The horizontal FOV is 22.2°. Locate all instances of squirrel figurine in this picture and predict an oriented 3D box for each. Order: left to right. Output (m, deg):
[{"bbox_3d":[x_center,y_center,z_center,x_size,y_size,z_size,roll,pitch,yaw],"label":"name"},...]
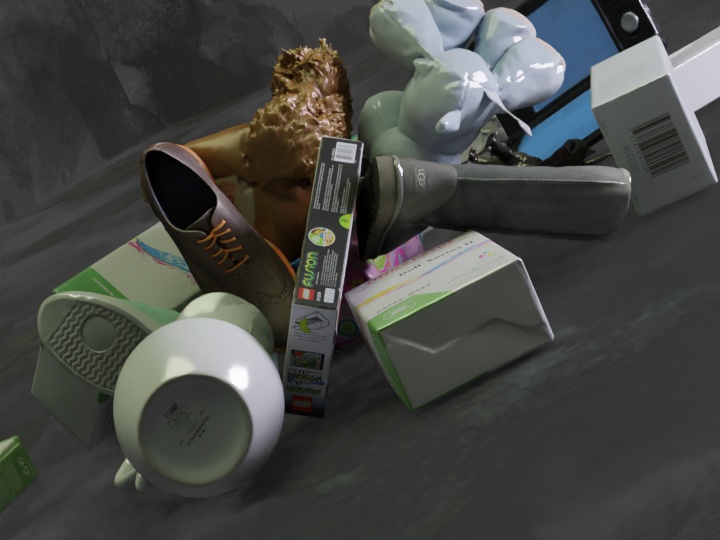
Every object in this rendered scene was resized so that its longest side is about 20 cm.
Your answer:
[{"bbox_3d":[-0.058,-0.091,1.562,0.200,0.141,0.186,-52,-10,29],"label":"squirrel figurine"}]

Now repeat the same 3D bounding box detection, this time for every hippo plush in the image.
[{"bbox_3d":[0.078,-0.125,1.542,0.158,0.162,0.201,-1,45,-25],"label":"hippo plush"}]

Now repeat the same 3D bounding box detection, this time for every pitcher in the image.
[{"bbox_3d":[-0.129,0.110,1.327,0.172,0.121,0.200,-57,8,7],"label":"pitcher"}]

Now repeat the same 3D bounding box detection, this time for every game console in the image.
[{"bbox_3d":[0.183,-0.186,1.750,0.199,0.177,0.116,-34,-11,36],"label":"game console"}]

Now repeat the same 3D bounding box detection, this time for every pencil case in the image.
[{"bbox_3d":[0.000,0.000,1.583,0.087,0.088,0.200,-22,13,19],"label":"pencil case"}]

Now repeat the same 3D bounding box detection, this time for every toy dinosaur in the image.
[{"bbox_3d":[0.145,-0.076,1.626,0.200,0.101,0.078,150,142,-80],"label":"toy dinosaur"}]

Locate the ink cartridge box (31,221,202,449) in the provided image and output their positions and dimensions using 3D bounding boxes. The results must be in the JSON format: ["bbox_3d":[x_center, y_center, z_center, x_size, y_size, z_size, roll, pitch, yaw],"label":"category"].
[{"bbox_3d":[-0.186,0.043,1.625,0.200,0.084,0.145,-36,-23,-40],"label":"ink cartridge box"}]

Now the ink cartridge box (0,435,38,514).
[{"bbox_3d":[-0.377,0.216,1.529,0.145,0.048,0.200,-21,13,25],"label":"ink cartridge box"}]

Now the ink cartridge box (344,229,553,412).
[{"bbox_3d":[0.057,0.029,1.345,0.116,0.068,0.200,-27,11,-4],"label":"ink cartridge box"}]

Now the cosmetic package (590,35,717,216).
[{"bbox_3d":[0.244,-0.125,1.541,0.071,0.102,0.200,-24,11,13],"label":"cosmetic package"}]

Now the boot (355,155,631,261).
[{"bbox_3d":[0.100,-0.049,1.452,0.198,0.073,0.182,-3,-7,-10],"label":"boot"}]

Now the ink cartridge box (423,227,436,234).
[{"bbox_3d":[-0.008,-0.022,1.792,0.199,0.044,0.174,-26,22,3],"label":"ink cartridge box"}]

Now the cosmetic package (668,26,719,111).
[{"bbox_3d":[0.343,-0.199,1.777,0.199,0.051,0.082,-31,8,-19],"label":"cosmetic package"}]

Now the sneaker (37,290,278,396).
[{"bbox_3d":[-0.161,0.060,1.499,0.199,0.074,0.118,19,14,0],"label":"sneaker"}]

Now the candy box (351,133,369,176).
[{"bbox_3d":[-0.003,-0.100,1.984,0.199,0.077,0.169,-32,9,25],"label":"candy box"}]

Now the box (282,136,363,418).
[{"bbox_3d":[-0.029,0.002,1.391,0.034,0.111,0.201,8,40,0],"label":"box"}]

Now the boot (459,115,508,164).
[{"bbox_3d":[0.153,-0.156,1.890,0.199,0.096,0.074,-24,11,18],"label":"boot"}]

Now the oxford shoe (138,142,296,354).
[{"bbox_3d":[-0.112,-0.016,1.450,0.071,0.200,0.073,-41,-5,1],"label":"oxford shoe"}]

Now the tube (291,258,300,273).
[{"bbox_3d":[-0.058,0.002,1.652,0.050,0.078,0.200,-11,23,33],"label":"tube"}]
